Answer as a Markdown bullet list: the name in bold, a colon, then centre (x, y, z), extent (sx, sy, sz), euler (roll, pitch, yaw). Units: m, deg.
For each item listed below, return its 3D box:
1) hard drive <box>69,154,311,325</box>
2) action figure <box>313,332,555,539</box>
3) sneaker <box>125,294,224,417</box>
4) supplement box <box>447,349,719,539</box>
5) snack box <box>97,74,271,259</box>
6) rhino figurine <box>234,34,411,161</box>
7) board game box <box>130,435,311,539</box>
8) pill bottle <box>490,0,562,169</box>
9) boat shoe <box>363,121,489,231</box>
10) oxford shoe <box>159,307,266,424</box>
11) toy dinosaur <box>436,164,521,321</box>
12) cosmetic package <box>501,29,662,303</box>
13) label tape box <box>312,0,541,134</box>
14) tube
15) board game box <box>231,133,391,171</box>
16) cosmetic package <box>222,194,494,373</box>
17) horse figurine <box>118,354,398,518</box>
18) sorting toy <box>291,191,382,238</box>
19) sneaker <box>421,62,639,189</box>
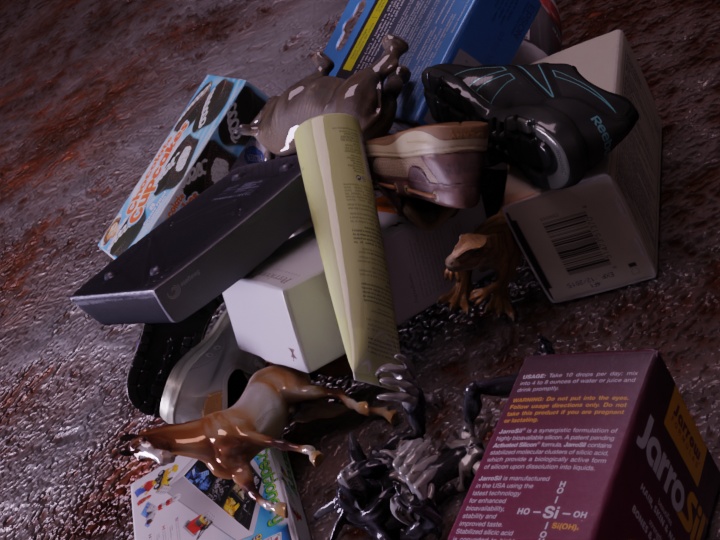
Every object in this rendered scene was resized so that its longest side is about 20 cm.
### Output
- **hard drive**: centre (-0.117, -0.024, 0.928), extent (0.135, 0.042, 0.200), euler (-5, 30, 47)
- **action figure**: centre (0.045, 0.112, 0.768), extent (0.199, 0.102, 0.119), euler (-30, 41, 5)
- **sneaker**: centre (-0.159, 0.024, 1.063), extent (0.088, 0.075, 0.201), euler (-125, 58, -75)
- **supplement box**: centre (0.113, 0.151, 0.627), extent (0.085, 0.111, 0.200), euler (-7, 39, 39)
- **snack box**: centre (-0.166, -0.088, 1.110), extent (0.201, 0.037, 0.116), euler (-58, 27, -4)
- **rhino figurine**: centre (-0.039, -0.132, 0.987), extent (0.199, 0.060, 0.088), euler (-4, 53, 49)
- **board game box**: centre (-0.103, 0.192, 0.865), extent (0.126, 0.035, 0.200), euler (-31, 29, 3)
- **pill bottle**: centre (0.131, -0.181, 1.098), extent (0.110, 0.111, 0.200), euler (-21, 32, 24)
- **boat shoe**: centre (0.042, -0.065, 0.886), extent (0.072, 0.072, 0.200), euler (-7, 2, -20)
- **oxford shoe**: centre (-0.104, 0.075, 1.006), extent (0.057, 0.076, 0.200), euler (16, 28, 10)
- **toy dinosaur**: centre (0.104, -0.022, 0.894), extent (0.060, 0.107, 0.200), euler (18, 25, 7)
- **cosmetic package**: centre (0.175, -0.083, 0.919), extent (0.087, 0.104, 0.200), euler (-16, 33, 28)
- **label tape box**: centre (0.049, -0.193, 1.041), extent (0.200, 0.063, 0.145), euler (28, 90, 57)
- **tube**: centre (-0.007, -0.013, 0.846), extent (0.058, 0.201, 0.052), euler (-5, -20, -23)
- **board game box**: centre (-0.043, -0.135, 1.183), extent (0.199, 0.041, 0.199), euler (-18, 16, -25)
- **cosmetic package**: centre (0.000, 0.000, 0.944), extent (0.199, 0.072, 0.101), euler (-28, 23, -31)
- **horse figurine**: centre (-0.060, 0.109, 0.874), extent (0.132, 0.050, 0.200), euler (14, 34, 35)
- **sorting toy**: centre (-0.016, -0.057, 1.092), extent (0.180, 0.107, 0.200), euler (-34, 22, -20)
- **sneaker**: centre (0.117, -0.114, 0.866), extent (0.079, 0.076, 0.200), euler (-32, 35, -16)
